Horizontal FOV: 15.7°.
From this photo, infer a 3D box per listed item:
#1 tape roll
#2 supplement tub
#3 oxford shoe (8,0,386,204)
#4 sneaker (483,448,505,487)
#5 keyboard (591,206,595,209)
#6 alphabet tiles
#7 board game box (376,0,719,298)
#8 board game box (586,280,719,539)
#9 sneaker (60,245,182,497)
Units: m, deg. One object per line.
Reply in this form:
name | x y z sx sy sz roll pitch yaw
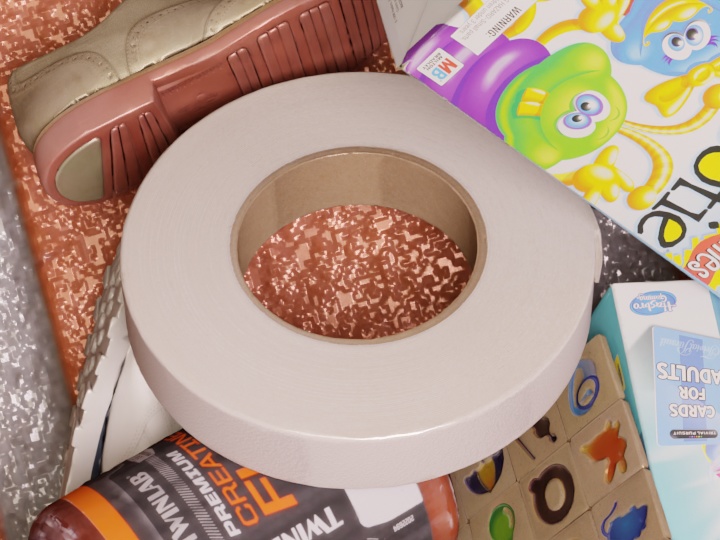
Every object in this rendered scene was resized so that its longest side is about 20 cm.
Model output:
tape roll | 0.000 0.000 1.092 0.201 0.037 0.204 -1 50 1
supplement tub | -0.064 0.120 1.086 0.199 0.107 0.107 -30 89 -21
oxford shoe | -0.065 -0.108 1.165 0.199 0.071 0.074 -26 59 -11
sneaker | 0.143 0.065 1.155 0.199 0.085 0.075 -23 89 2
keyboard | 0.146 -0.070 1.177 0.199 0.040 0.105 16 92 2
alphabet tiles | 0.066 0.126 1.097 0.166 0.006 0.201 -43 47 34
board game box | 0.109 -0.094 1.050 0.200 0.105 0.103 32 117 -34
board game box | 0.187 0.100 1.083 0.150 0.047 0.201 -3 63 -14
sneaker | -0.091 0.076 1.172 0.080 0.076 0.201 10 97 -6
